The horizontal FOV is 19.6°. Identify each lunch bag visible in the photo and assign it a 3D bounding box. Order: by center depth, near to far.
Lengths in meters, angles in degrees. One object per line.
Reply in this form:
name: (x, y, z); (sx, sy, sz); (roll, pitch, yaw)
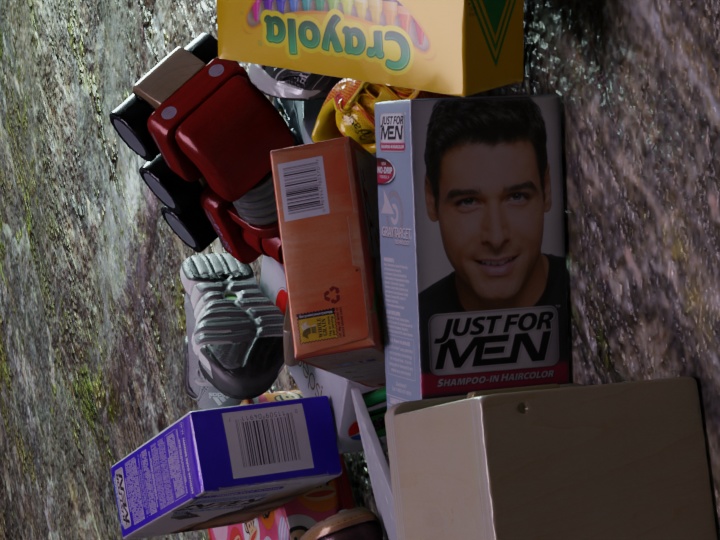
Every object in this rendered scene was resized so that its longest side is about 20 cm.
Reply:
lunch bag: (-0.067, 0.206, 1.692); (0.200, 0.082, 0.176); (118, 142, -55)

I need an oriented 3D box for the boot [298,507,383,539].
boot: (0.010, 0.279, 1.519); (0.200, 0.072, 0.167); (98, 150, -55)

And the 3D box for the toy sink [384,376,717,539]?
toy sink: (0.092, 0.120, 1.174); (0.200, 0.130, 0.112); (155, 110, -70)

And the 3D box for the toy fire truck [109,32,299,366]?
toy fire truck: (-0.080, -0.045, 1.507); (0.200, 0.129, 0.176); (36, 161, 35)

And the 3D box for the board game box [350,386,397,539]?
board game box: (0.046, 0.204, 1.375); (0.200, 0.026, 0.200); (79, 172, -50)

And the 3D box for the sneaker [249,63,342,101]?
sneaker: (-0.047, -0.184, 1.473); (0.200, 0.080, 0.087); (-130, 39, -54)

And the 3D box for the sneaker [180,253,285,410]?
sneaker: (-0.097, 0.076, 1.592); (0.200, 0.075, 0.116); (-111, 23, -62)

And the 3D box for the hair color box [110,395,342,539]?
hair color box: (-0.103, 0.148, 1.541); (0.200, 0.109, 0.065); (146, 116, -63)

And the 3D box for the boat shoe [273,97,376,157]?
boat shoe: (-0.020, -0.102, 1.542); (0.200, 0.071, 0.091); (-114, 19, -48)

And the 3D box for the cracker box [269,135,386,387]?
cracker box: (0.000, 0.000, 1.368); (0.200, 0.058, 0.134); (31, -129, -73)

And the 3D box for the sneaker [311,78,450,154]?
sneaker: (0.026, -0.114, 1.305); (0.077, 0.073, 0.200); (-55, 3, -24)

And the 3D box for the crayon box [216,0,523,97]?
crayon box: (0.001, -0.200, 1.200); (0.200, 0.058, 0.173); (13, 110, 42)

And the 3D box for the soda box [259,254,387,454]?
soda box: (-0.018, 0.052, 1.556); (0.200, 0.064, 0.068); (-123, 35, -52)

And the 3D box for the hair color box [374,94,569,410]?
hair color box: (0.068, -0.005, 1.259); (0.061, 0.099, 0.200); (-172, 79, -70)
